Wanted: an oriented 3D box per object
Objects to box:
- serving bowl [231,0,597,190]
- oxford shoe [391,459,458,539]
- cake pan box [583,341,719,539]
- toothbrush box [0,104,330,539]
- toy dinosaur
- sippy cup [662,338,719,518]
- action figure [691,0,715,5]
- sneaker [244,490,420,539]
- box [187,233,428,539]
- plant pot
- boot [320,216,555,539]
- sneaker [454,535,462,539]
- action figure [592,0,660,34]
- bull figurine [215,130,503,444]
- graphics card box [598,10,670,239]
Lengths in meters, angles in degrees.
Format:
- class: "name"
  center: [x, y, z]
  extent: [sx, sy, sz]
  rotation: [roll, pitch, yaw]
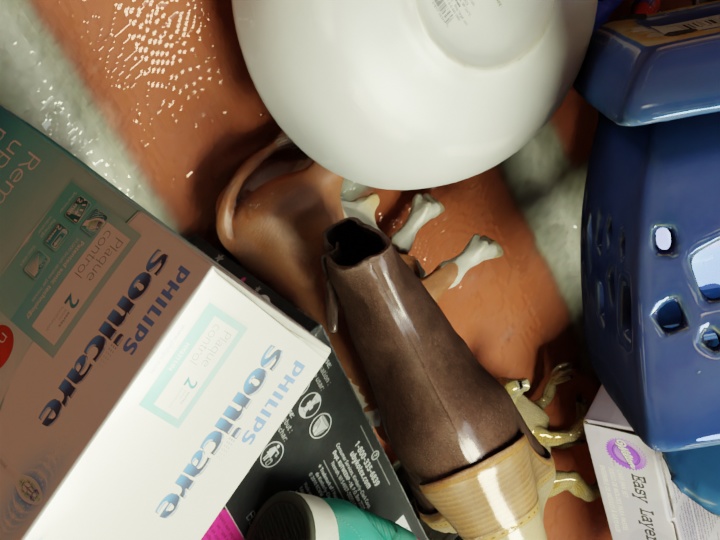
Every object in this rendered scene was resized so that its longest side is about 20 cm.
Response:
- class: "serving bowl"
  center: [0.040, -0.136, 0.971]
  extent: [0.199, 0.066, 0.202]
  rotation: [-5, 99, -33]
- class: "oxford shoe"
  center: [-0.001, 0.187, 1.165]
  extent: [0.058, 0.075, 0.201]
  rotation: [29, 92, -35]
- class: "cake pan box"
  center: [0.203, 0.092, 1.250]
  extent: [0.185, 0.052, 0.201]
  rotation: [-59, 144, -36]
- class: "toothbrush box"
  center: [-0.130, 0.035, 0.870]
  extent: [0.147, 0.200, 0.085]
  rotation: [-54, 136, 0]
- class: "toy dinosaur"
  center: [0.101, 0.117, 1.235]
  extent: [0.100, 0.058, 0.201]
  rotation: [-18, 132, -17]
- class: "sippy cup"
  center: [0.234, 0.092, 1.138]
  extent: [0.130, 0.178, 0.140]
  rotation: [17, 111, -48]
- class: "action figure"
  center: [0.253, -0.170, 1.137]
  extent: [0.199, 0.118, 0.103]
  rotation: [-2, 100, -52]
- class: "sneaker"
  center: [-0.014, 0.203, 0.993]
  extent: [0.120, 0.084, 0.201]
  rotation: [10, 106, -35]
- class: "box"
  center: [-0.063, 0.106, 1.031]
  extent: [0.132, 0.115, 0.201]
  rotation: [-41, 135, -16]
- class: "plant pot"
  center: [0.201, -0.038, 0.989]
  extent: [0.198, 0.200, 0.181]
  rotation: [-11, 102, 1]
- class: "boot"
  center: [0.033, 0.047, 0.997]
  extent: [0.072, 0.200, 0.167]
  rotation: [-27, 99, -1]
- class: "sneaker"
  center: [-0.002, 0.205, 1.101]
  extent: [0.201, 0.108, 0.070]
  rotation: [-62, 160, -13]
- class: "action figure"
  center: [0.121, -0.147, 1.086]
  extent: [0.200, 0.052, 0.066]
  rotation: [-38, 109, -20]
- class: "bull figurine"
  center: [0.000, 0.000, 1.060]
  extent: [0.122, 0.065, 0.200]
  rotation: [-50, 138, -12]
- class: "graphics card box"
  center: [0.215, -0.068, 1.181]
  extent: [0.199, 0.051, 0.127]
  rotation: [7, 81, -42]
